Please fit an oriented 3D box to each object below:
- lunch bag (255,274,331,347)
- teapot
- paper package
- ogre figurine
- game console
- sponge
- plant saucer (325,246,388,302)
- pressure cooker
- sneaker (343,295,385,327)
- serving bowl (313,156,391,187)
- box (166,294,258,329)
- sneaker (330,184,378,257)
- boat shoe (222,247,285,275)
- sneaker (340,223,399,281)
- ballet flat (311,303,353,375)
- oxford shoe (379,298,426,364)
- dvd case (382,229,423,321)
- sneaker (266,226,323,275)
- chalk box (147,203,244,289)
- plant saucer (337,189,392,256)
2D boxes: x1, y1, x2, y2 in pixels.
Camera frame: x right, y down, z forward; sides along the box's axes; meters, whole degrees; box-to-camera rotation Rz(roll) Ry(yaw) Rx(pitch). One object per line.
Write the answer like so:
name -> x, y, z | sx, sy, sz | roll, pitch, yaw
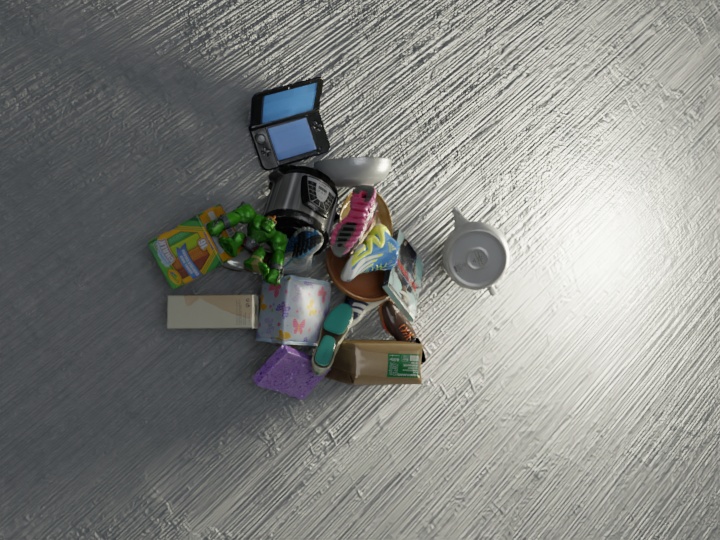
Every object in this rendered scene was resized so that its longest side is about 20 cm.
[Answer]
lunch bag -> -0.153, 0.103, 1.696 | 0.199, 0.126, 0.172 | 10, 84, -50
teapot -> 0.319, -0.046, 1.909 | 0.195, 0.146, 0.202 | 18, 105, -1
paper package -> 0.032, 0.230, 1.735 | 0.197, 0.190, 0.105 | 4, 86, -25
ogre figurine -> -0.240, -0.071, 1.542 | 0.198, 0.098, 0.121 | 30, 59, -5
game console -> -0.168, -0.365, 1.719 | 0.198, 0.118, 0.173 | -21, 95, -23
sponge -> -0.162, 0.248, 1.658 | 0.112, 0.030, 0.200 | -47, 146, 6
plant saucer -> 0.000, 0.000, 1.776 | 0.198, 0.038, 0.202 | 14, 51, -17
pressure cooker -> -0.146, -0.156, 1.675 | 0.176, 0.177, 0.202 | 6, 54, 9
sneaker -> -0.021, 0.084, 1.785 | 0.199, 0.075, 0.085 | -38, 102, -33
serving bowl -> -0.019, -0.244, 1.737 | 0.197, 0.200, 0.067 | -3, 94, -24
box -> -0.340, 0.097, 1.595 | 0.197, 0.095, 0.079 | 0, 85, -1
sneaker -> -0.006, -0.107, 1.682 | 0.202, 0.078, 0.096 | -63, 153, -22
boat shoe -> -0.257, -0.029, 1.688 | 0.197, 0.068, 0.076 | 8, 84, -23
sneaker -> 0.035, -0.028, 1.684 | 0.105, 0.076, 0.201 | 36, 56, 1
ballet flat -> -0.075, 0.168, 1.679 | 0.067, 0.063, 0.201 | 25, 53, 3
oxford shoe -> 0.120, 0.163, 1.841 | 0.071, 0.072, 0.201 | -36, 101, -20
dvd case -> 0.114, 0.011, 1.800 | 0.146, 0.022, 0.202 | 52, 38, -35
sneaker -> -0.135, -0.039, 1.610 | 0.086, 0.199, 0.076 | 23, 59, -31
chalk box -> -0.393, -0.046, 1.578 | 0.198, 0.124, 0.126 | -26, 99, 21
plant saucer -> 0.006, -0.110, 1.762 | 0.199, 0.035, 0.203 | 4, 84, -45
